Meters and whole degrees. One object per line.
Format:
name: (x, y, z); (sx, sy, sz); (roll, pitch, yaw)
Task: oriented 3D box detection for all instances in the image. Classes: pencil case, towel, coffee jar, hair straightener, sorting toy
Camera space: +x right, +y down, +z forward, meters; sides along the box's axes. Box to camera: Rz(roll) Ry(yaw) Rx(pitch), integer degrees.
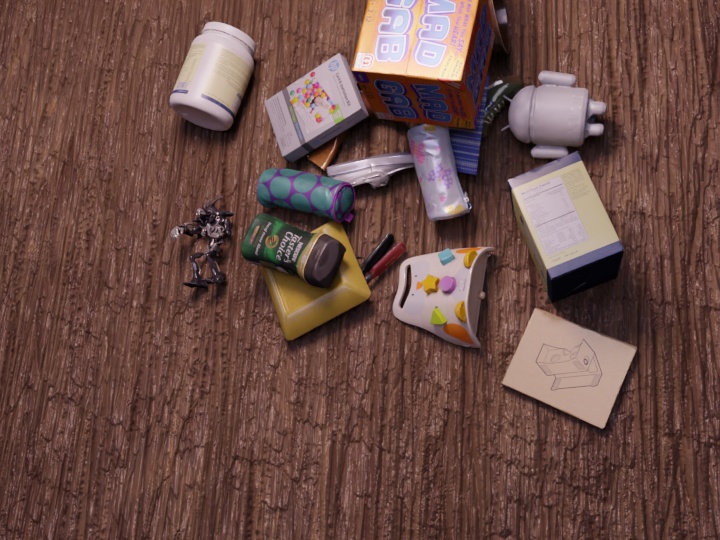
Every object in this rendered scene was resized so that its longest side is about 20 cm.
pencil case: (-0.113, -0.156, 1.684); (0.200, 0.093, 0.085); (14, 48, 28)
towel: (0.184, -0.302, 1.632); (0.145, 0.024, 0.200); (16, 109, 33)
pencil case: (0.155, -0.196, 1.609); (0.091, 0.083, 0.200); (-17, 89, 52)
coffee jar: (-0.130, -0.038, 1.598); (0.200, 0.085, 0.104); (19, 78, 27)
hair straightener: (0.000, 0.000, 1.656); (0.200, 0.041, 0.077); (-48, 58, 3)
sorting toy: (0.150, 0.037, 1.585); (0.180, 0.107, 0.200); (1, 74, 34)

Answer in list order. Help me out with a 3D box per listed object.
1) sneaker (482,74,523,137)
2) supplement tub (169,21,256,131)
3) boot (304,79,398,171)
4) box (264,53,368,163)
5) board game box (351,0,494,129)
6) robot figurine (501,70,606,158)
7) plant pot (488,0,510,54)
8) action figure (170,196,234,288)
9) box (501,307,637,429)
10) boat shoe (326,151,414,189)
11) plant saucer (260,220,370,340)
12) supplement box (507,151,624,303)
sneaker: (0.249, -0.314, 1.660); (0.200, 0.067, 0.090); (-24, 71, 13)
supplement tub: (-0.320, -0.425, 1.789); (0.145, 0.145, 0.200); (16, 79, 18)
boot: (-0.029, -0.299, 1.723); (0.188, 0.068, 0.200); (33, 86, 19)
box: (-0.096, -0.343, 1.723); (0.200, 0.041, 0.156); (-28, 63, 17)
board game box: (0.122, -0.401, 1.496); (0.200, 0.200, 0.200); (10, 78, 17)
robot figurine: (0.378, -0.304, 1.597); (0.200, 0.113, 0.170); (6, 102, 16)
plant pot: (0.190, -0.525, 1.672); (0.198, 0.200, 0.201); (-8, 73, 19)
action figure: (-0.328, -0.068, 1.719); (0.119, 0.102, 0.200); (-7, 75, 24)
box: (0.387, 0.178, 1.512); (0.200, 0.021, 0.164); (23, 82, 19)
boat shoe: (0.031, -0.203, 1.689); (0.200, 0.074, 0.065); (-8, 103, 17)
plant saucer: (-0.104, 0.010, 1.645); (0.200, 0.048, 0.200); (-29, 61, 11)
supplement box: (0.372, -0.074, 1.489); (0.134, 0.200, 0.200); (-22, 72, 7)
